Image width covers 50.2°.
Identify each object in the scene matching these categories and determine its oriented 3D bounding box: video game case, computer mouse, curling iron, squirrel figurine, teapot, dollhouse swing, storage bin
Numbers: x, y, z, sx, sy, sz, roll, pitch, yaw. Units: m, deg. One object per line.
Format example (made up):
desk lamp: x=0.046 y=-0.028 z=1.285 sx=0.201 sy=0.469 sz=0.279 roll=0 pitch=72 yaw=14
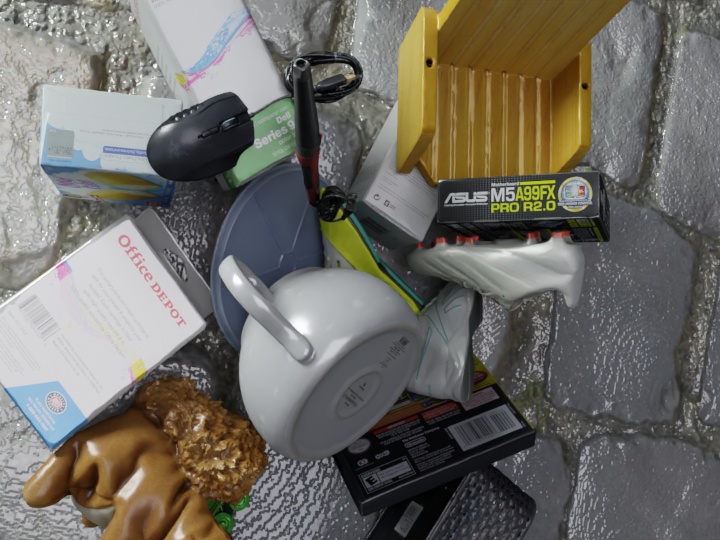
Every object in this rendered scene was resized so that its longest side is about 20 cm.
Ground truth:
video game case: x=0.055 y=0.148 z=0.812 sx=0.195 sy=0.181 sz=0.026 roll=-17 pitch=129 yaw=-17
computer mouse: x=-0.084 y=-0.131 z=0.634 sx=0.197 sy=0.034 sz=0.060 roll=-30 pitch=101 yaw=-11
curling iron: x=-0.034 y=-0.105 z=0.650 sx=0.048 sy=0.202 sz=0.026 roll=3 pitch=59 yaw=9
squirrel figurine: x=-0.168 y=0.210 z=0.719 sx=0.184 sy=0.143 sz=0.201 roll=32 pitch=64 yaw=20
teapot: x=-0.047 y=0.068 z=0.731 sx=0.194 sy=0.203 sz=0.146 roll=-20 pitch=51 yaw=-38
dollhouse swing: x=0.158 y=-0.184 z=0.749 sx=0.194 sy=0.175 sz=0.188 roll=3 pitch=86 yaw=-21
storage bin: x=0.079 y=0.294 z=0.819 sx=0.093 sy=0.135 sz=0.202 roll=37 pitch=77 yaw=-11

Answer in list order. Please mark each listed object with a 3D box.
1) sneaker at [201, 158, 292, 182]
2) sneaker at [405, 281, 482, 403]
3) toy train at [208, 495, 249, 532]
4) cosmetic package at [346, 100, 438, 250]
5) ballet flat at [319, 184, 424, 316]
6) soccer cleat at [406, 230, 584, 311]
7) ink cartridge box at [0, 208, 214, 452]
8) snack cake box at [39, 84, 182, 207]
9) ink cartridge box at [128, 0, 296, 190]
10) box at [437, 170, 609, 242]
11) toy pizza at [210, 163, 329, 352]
sneaker: x=-0.121 y=-0.196 z=0.826 sx=0.112 sy=0.075 sz=0.206 roll=1 pitch=91 yaw=-17
sneaker: x=0.092 y=0.055 z=0.848 sx=0.203 sy=0.078 sz=0.072 roll=-70 pitch=152 yaw=-46
toy train: x=-0.184 y=0.295 z=0.790 sx=0.056 sy=0.042 sz=0.202 roll=33 pitch=77 yaw=-1
cosmetic package: x=0.063 y=-0.135 z=0.861 sx=0.084 sy=0.107 sz=0.203 roll=32 pitch=79 yaw=-13
ballet flat: x=0.000 y=0.000 z=0.830 sx=0.067 sy=0.067 sz=0.201 roll=-39 pitch=125 yaw=1
soccer cleat: x=0.132 y=0.003 z=0.793 sx=0.069 sy=0.196 sz=0.080 roll=-8 pitch=96 yaw=-55
ink cartridge box: x=-0.247 y=0.049 z=0.741 sx=0.199 sy=0.125 sz=0.130 roll=-38 pitch=97 yaw=-17
snack cake box: x=-0.229 y=-0.109 z=0.718 sx=0.112 sy=0.200 sz=0.069 roll=2 pitch=87 yaw=-16
ink cartridge box: x=-0.133 y=-0.185 z=0.709 sx=0.086 sy=0.145 sz=0.203 roll=-30 pitch=101 yaw=-10
box: x=0.180 y=-0.061 z=0.816 sx=0.156 sy=0.199 sz=0.046 roll=-1 pitch=85 yaw=22
toy pizza: x=-0.086 y=-0.010 z=0.799 sx=0.198 sy=0.031 sz=0.206 roll=-25 pitch=122 yaw=-48
